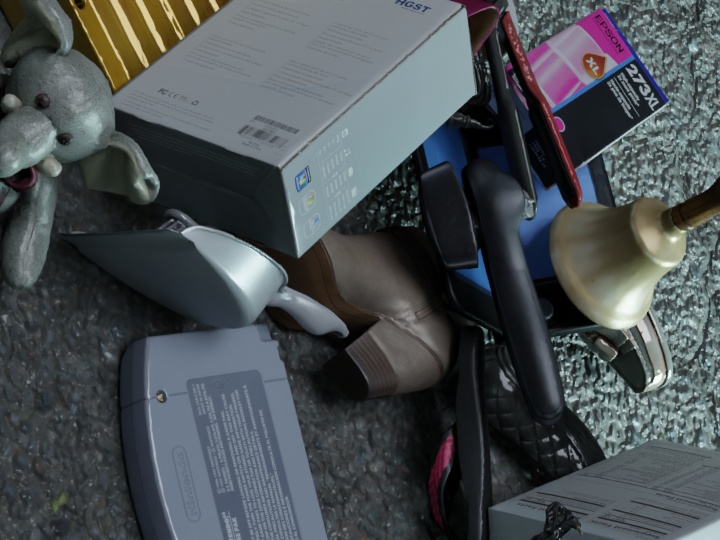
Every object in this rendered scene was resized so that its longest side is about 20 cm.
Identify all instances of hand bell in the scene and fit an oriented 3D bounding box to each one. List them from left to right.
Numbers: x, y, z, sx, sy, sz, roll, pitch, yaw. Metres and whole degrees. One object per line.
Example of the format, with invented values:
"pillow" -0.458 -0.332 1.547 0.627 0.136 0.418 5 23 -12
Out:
"hand bell" 0.238 -0.043 1.620 0.104 0.200 0.105 20 55 -31

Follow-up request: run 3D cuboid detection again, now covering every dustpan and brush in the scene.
"dustpan and brush" -0.083 0.008 1.482 0.200 0.139 0.057 41 64 -32

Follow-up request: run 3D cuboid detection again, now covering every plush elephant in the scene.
"plush elephant" -0.215 -0.078 1.373 0.165 0.155 0.200 53 47 -13

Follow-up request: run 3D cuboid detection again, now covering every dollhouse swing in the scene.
"dollhouse swing" -0.107 -0.203 1.511 0.200 0.175 0.182 -31 95 -46

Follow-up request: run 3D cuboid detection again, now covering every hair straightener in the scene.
"hair straightener" 0.095 -0.130 1.635 0.077 0.041 0.201 -18 86 -11

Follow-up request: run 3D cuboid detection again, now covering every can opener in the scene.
"can opener" 0.104 0.014 1.585 0.063 0.078 0.201 30 39 -79

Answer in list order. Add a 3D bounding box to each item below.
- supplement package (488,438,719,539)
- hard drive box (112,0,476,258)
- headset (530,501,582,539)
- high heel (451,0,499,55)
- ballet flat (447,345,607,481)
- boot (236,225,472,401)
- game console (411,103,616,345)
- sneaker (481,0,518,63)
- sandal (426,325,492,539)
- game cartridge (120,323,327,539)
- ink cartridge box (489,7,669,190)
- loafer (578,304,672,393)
"supplement package" 0.213 0.228 1.620 0.199 0.150 0.153 -16 108 -45
"hard drive box" -0.044 -0.114 1.483 0.200 0.155 0.077 -43 139 -33
"headset" 0.133 0.260 1.514 0.094 0.123 0.201 -56 142 -54
"high heel" 0.025 -0.120 1.571 0.067 0.096 0.201 50 50 -39
"ballet flat" 0.141 0.134 1.704 0.200 0.057 0.067 51 23 -23
"boot" 0.000 0.000 1.612 0.146 0.070 0.201 -35 100 -51
"game console" 0.118 -0.058 1.680 0.175 0.116 0.201 -9 71 -12
"sneaker" 0.076 -0.264 1.774 0.201 0.073 0.085 59 41 -10
"sandal" 0.070 0.141 1.616 0.075 0.045 0.201 41 47 -79
"game cartridge" -0.091 0.138 1.488 0.133 0.040 0.201 -4 76 -47
"ink cartridge box" 0.176 -0.142 1.741 0.095 0.037 0.200 55 42 0
"loafer" 0.172 0.012 1.765 0.063 0.072 0.201 -25 84 -30
